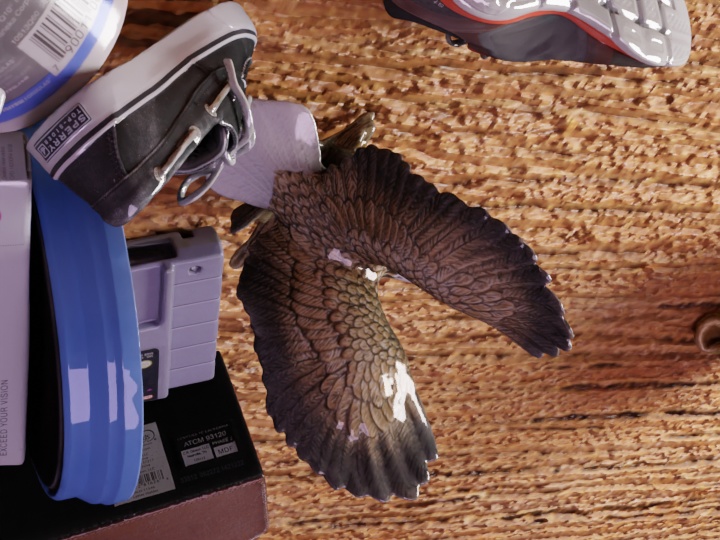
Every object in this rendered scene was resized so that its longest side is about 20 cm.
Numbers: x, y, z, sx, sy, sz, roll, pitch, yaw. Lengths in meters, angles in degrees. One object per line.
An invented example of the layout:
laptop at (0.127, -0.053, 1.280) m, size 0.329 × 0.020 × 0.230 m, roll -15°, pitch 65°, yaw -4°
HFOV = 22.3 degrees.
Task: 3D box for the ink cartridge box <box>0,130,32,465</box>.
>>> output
ink cartridge box at (-0.258, 0.021, 0.867) m, size 0.199 × 0.043 × 0.197 m, roll -3°, pitch 135°, yaw -13°

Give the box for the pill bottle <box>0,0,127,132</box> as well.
pill bottle at (-0.197, -0.150, 0.763) m, size 0.114 × 0.114 × 0.200 m, roll -34°, pitch 143°, yaw 14°

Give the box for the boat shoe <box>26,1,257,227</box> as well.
boat shoe at (-0.085, -0.073, 0.873) m, size 0.074 × 0.068 × 0.199 m, roll -40°, pitch -175°, yaw 21°

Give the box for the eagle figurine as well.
eagle figurine at (0.007, 0.000, 0.988) m, size 0.150 × 0.200 × 0.152 m, roll -13°, pitch 136°, yaw -16°

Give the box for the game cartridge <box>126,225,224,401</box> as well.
game cartridge at (-0.181, 0.042, 1.086) m, size 0.199 × 0.038 × 0.130 m, roll -11°, pitch 138°, yaw -17°

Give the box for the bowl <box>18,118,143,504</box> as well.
bowl at (-0.152, 0.021, 0.930) m, size 0.039 × 0.201 × 0.201 m, roll -7°, pitch 141°, yaw -18°

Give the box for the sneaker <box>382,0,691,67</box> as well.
sneaker at (0.095, -0.147, 0.989) m, size 0.199 × 0.077 × 0.082 m, roll 11°, pitch 159°, yaw -37°

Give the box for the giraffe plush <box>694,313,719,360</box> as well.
giraffe plush at (0.334, 0.056, 1.320) m, size 0.162 × 0.173 × 0.200 m, roll -33°, pitch 179°, yaw 30°

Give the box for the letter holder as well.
letter holder at (-0.167, 0.156, 1.182) m, size 0.199 × 0.101 × 0.142 m, roll -16°, pitch 145°, yaw -11°

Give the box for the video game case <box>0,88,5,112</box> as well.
video game case at (-0.273, -0.105, 0.743) m, size 0.199 × 0.023 × 0.182 m, roll 3°, pitch 159°, yaw 38°
